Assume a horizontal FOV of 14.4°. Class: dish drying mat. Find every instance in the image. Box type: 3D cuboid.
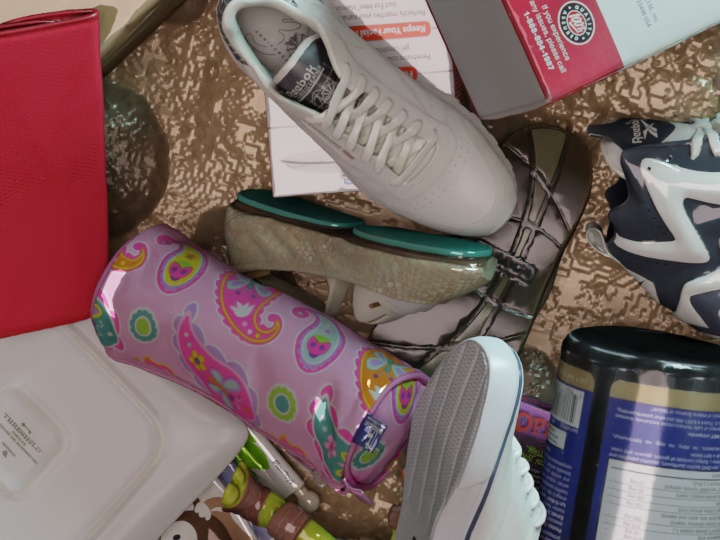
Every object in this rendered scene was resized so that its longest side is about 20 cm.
[{"bbox_3d":[-0.180,-0.053,1.599,0.077,0.018,0.200,-11,126,-17],"label":"dish drying mat"}]

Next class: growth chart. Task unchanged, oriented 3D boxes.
[{"bbox_3d":[-0.119,0.162,1.703,0.145,0.018,0.200,44,101,0],"label":"growth chart"}]

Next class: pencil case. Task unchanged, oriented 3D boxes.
[{"bbox_3d":[-0.056,0.051,1.601,0.200,0.087,0.088,30,101,22],"label":"pencil case"}]

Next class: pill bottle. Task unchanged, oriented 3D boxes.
[{"bbox_3d":[0.152,0.138,1.588,0.112,0.112,0.201,10,98,7],"label":"pill bottle"}]

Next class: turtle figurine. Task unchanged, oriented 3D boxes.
[{"bbox_3d":[-0.008,0.170,1.652,0.161,0.064,0.200,22,94,4],"label":"turtle figurine"}]

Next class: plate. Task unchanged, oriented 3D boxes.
[{"bbox_3d":[-0.200,0.100,1.686,0.200,0.032,0.200,44,102,8],"label":"plate"}]

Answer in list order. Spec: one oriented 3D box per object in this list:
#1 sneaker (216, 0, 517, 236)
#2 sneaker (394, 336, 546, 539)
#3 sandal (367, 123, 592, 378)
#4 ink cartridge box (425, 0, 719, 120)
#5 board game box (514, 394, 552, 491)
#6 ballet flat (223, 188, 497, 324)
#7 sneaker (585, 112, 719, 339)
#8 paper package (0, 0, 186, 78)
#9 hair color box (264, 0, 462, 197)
[{"bbox_3d":[0.000,-0.085,1.561,0.200,0.081,0.076,38,98,-1],"label":"sneaker"},{"bbox_3d":[0.065,0.121,1.560,0.071,0.073,0.200,-1,125,-24],"label":"sneaker"},{"bbox_3d":[0.067,0.007,1.643,0.082,0.055,0.200,28,86,1],"label":"sandal"},{"bbox_3d":[0.139,-0.189,1.530,0.200,0.145,0.146,-25,94,-11],"label":"ink cartridge box"},{"bbox_3d":[0.164,0.159,1.658,0.200,0.032,0.120,19,102,5],"label":"board game box"},{"bbox_3d":[0.000,0.000,1.610,0.200,0.067,0.063,16,103,44],"label":"ballet flat"},{"bbox_3d":[0.198,-0.074,1.597,0.129,0.080,0.199,28,110,-5],"label":"sneaker"},{"bbox_3d":[-0.217,-0.179,1.630,0.191,0.103,0.200,-43,89,10],"label":"paper package"},{"bbox_3d":[-0.001,-0.146,1.625,0.111,0.064,0.201,-3,95,7],"label":"hair color box"}]
